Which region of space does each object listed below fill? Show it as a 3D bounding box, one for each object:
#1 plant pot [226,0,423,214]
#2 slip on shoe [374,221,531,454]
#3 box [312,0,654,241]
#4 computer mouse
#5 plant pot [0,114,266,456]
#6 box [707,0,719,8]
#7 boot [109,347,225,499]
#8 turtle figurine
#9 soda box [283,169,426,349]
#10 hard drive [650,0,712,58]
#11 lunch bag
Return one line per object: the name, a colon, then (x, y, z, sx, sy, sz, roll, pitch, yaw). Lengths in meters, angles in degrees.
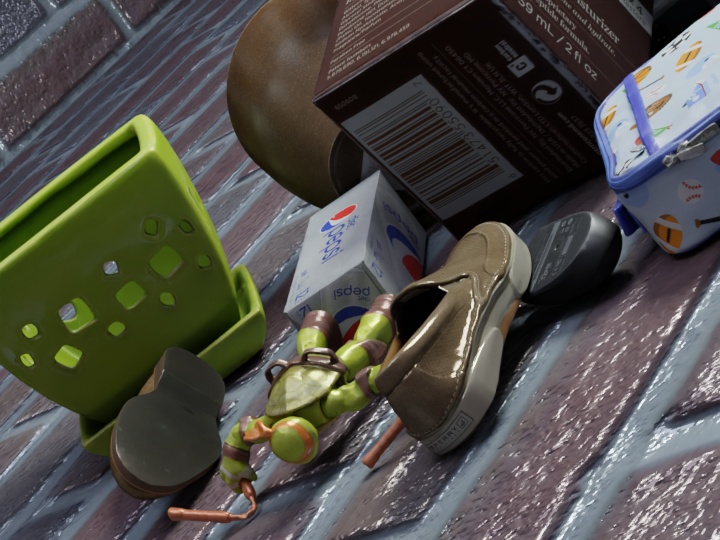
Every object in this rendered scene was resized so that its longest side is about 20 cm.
plant pot: (0.002, -0.116, 1.688, 0.187, 0.187, 0.200, -37, 24, 3)
slip on shoe: (0.049, 0.025, 1.264, 0.076, 0.060, 0.200, -45, 15, 35)
box: (0.091, -0.164, 1.509, 0.164, 0.166, 0.201, -30, 32, 34)
computer mouse: (0.102, 0.007, 1.326, 0.200, 0.034, 0.059, -21, 41, 63)
plant pot: (-0.185, 0.018, 1.670, 0.200, 0.182, 0.199, -37, 15, 1)
box: (0.332, -0.287, 1.480, 0.197, 0.124, 0.200, -43, 14, -24)
boot: (-0.142, 0.124, 1.500, 0.076, 0.073, 0.200, -53, 5, 16)
turtle figurine: (-0.033, 0.078, 1.346, 0.200, 0.065, 0.161, -30, 16, 29)
soda box: (0.000, 0.000, 1.512, 0.068, 0.064, 0.200, -34, 14, 14)
hard drive: (0.263, -0.233, 1.666, 0.200, 0.033, 0.140, -39, 14, -6)
lunch bag: (0.209, -0.092, 1.276, 0.160, 0.076, 0.200, -36, 13, 14)
